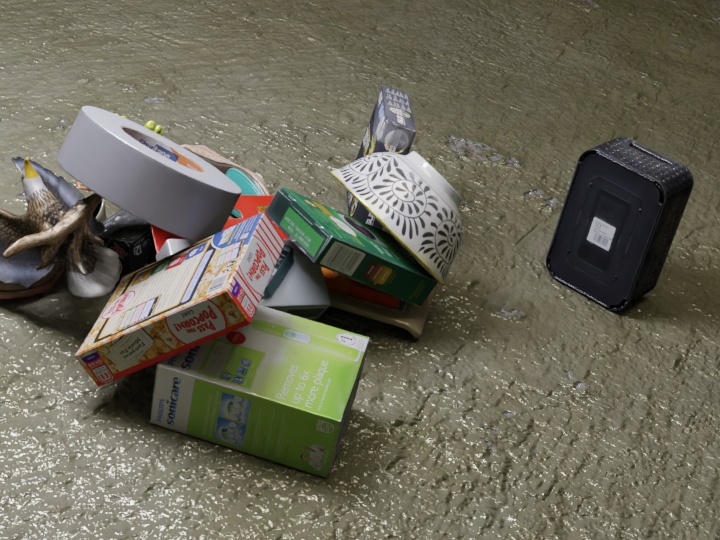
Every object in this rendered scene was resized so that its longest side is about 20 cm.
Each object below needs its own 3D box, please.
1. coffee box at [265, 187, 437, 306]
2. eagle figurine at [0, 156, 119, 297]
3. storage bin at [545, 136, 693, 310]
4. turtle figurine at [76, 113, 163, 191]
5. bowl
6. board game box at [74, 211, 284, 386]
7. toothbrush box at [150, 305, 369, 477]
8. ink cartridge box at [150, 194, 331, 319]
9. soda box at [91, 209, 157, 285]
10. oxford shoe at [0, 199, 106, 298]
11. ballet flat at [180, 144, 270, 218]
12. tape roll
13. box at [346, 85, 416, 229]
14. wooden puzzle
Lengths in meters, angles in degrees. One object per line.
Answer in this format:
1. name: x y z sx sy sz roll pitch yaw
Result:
1. coffee box: -0.008 -0.026 1.656 0.199 0.044 0.123 21 17 -46
2. eagle figurine: -0.357 -0.055 1.537 0.151 0.153 0.199 13 -5 -36
3. storage bin: 0.352 -0.065 1.888 0.135 0.202 0.093 31 32 27
4. turtle figurine: -0.262 -0.124 1.716 0.198 0.065 0.162 -1 40 -22
5. bowl: 0.064 -0.085 1.715 0.201 0.094 0.201 44 2 -2
6. board game box: -0.186 0.029 1.440 0.199 0.046 0.152 -22 26 26
7. toothbrush box: -0.105 0.116 1.468 0.198 0.087 0.146 16 36 5
8. ink cartridge box: -0.146 -0.025 1.640 0.198 0.044 0.175 -1 63 -32
9. soda box: -0.258 -0.048 1.708 0.070 0.064 0.200 11 27 20
10. oxford shoe: -0.372 -0.031 1.622 0.070 0.074 0.200 25 34 17
11. ballet flat: -0.174 -0.123 1.891 0.199 0.069 0.067 34 27 28
12. tape roll: -0.233 -0.107 1.533 0.199 0.067 0.200 28 8 -5
13. box: 0.027 -0.152 1.903 0.049 0.162 0.200 19 21 -8
14. wooden puzzle: 0.000 0.000 1.767 0.198 0.037 0.185 21 28 1
